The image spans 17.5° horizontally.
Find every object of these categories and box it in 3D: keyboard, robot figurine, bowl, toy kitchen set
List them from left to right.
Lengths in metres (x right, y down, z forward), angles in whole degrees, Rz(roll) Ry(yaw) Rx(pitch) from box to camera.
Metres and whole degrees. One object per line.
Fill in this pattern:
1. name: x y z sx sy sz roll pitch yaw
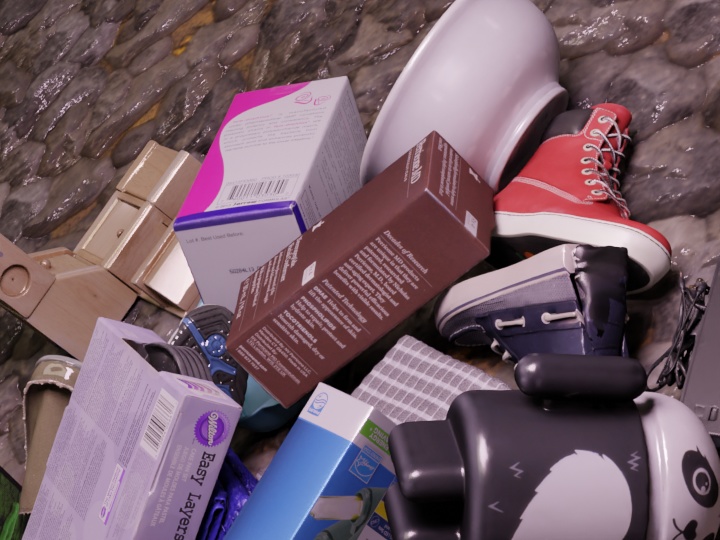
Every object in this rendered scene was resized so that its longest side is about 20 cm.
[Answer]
1. toy kitchen set: -0.229 -0.042 1.981 0.200 0.180 0.163 -55 34 -9
2. bowl: 0.093 -0.118 1.750 0.090 0.201 0.201 35 78 14
3. robot figurine: 0.117 0.132 1.394 0.150 0.199 0.125 106 163 -63
4. keyboard: 0.250 0.036 1.507 0.104 0.040 0.200 6 53 23

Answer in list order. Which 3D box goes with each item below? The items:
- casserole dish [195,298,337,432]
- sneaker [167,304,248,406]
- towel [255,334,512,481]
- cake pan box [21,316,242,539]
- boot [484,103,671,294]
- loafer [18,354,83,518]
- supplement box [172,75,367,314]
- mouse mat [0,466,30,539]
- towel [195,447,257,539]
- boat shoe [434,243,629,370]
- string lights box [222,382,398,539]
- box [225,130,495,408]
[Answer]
1. casserole dish: -0.073 0.058 1.828 0.121 0.039 0.200 -44 31 3
2. sneaker: -0.137 0.121 1.748 0.077 0.076 0.201 -168 94 -70
3. towel: 0.035 0.137 1.573 0.166 0.086 0.200 -50 32 -9
4. cake pan box: -0.164 0.145 1.619 0.184 0.052 0.201 29 102 59
5. boot: 0.173 -0.060 1.657 0.144 0.072 0.200 -52 29 -15
6. loafer: -0.214 0.158 1.733 0.075 0.201 0.070 5 27 23
7. supplement box: -0.062 -0.057 1.829 0.101 0.104 0.200 -8 33 19
8. mouse mat: -0.273 0.249 1.705 0.008 0.161 0.200 1 61 23
9. towel: -0.139 0.212 1.635 0.148 0.049 0.200 43 114 52
10. boat shoe: 0.114 0.048 1.598 0.200 0.074 0.093 -29 61 60
11. string lights box: -0.032 0.183 1.435 0.059 0.103 0.200 20 75 49
12. box: 0.000 0.000 1.674 0.200 0.075 0.100 -37 19 21
